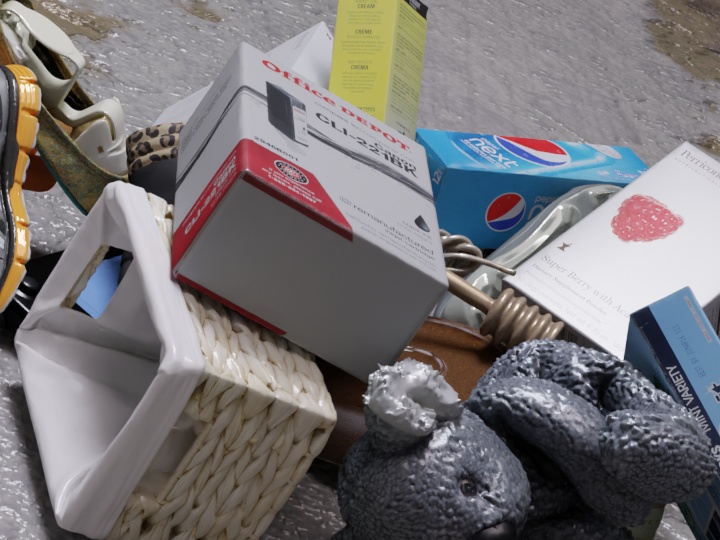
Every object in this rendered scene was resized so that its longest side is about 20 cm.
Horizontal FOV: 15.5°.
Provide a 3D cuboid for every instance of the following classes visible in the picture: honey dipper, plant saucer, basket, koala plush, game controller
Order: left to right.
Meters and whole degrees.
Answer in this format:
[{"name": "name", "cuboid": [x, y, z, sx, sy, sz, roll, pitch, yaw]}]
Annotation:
[{"name": "game controller", "cuboid": [-0.157, 0.021, 1.753, 0.104, 0.042, 0.200, 31, 25, 20]}, {"name": "basket", "cuboid": [-0.111, 0.064, 1.563, 0.123, 0.136, 0.200, 22, 25, -28]}, {"name": "plant saucer", "cuboid": [0.028, 0.074, 1.748, 0.200, 0.032, 0.200, 5, 25, -2]}, {"name": "honey dipper", "cuboid": [0.043, -0.002, 1.766, 0.200, 0.038, 0.038, 33, 24, 5]}, {"name": "koala plush", "cuboid": [0.069, 0.126, 1.570, 0.200, 0.178, 0.184, -4, 35, -31]}]

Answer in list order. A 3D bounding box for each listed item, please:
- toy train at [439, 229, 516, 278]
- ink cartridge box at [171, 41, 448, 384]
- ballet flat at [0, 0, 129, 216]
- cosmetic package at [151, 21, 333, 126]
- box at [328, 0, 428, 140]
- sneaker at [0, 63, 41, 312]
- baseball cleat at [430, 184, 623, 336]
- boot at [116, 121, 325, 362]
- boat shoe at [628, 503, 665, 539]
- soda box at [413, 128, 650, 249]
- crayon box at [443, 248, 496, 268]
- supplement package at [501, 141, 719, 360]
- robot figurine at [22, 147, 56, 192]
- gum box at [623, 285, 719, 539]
[{"name": "toy train", "cuboid": [0.000, 0.000, 1.840, 0.200, 0.085, 0.116, 15, -22, -4]}, {"name": "ink cartridge box", "cuboid": [-0.033, -0.038, 1.600, 0.144, 0.084, 0.200, 29, 21, -17]}, {"name": "ballet flat", "cuboid": [-0.198, -0.111, 1.768, 0.200, 0.071, 0.071, 52, 19, -13]}, {"name": "cosmetic package", "cuboid": [-0.094, -0.105, 1.955, 0.052, 0.151, 0.200, 56, 20, -12]}, {"name": "box", "cuboid": [0.008, -0.107, 1.928, 0.050, 0.200, 0.075, 2, -9, 19]}, {"name": "sneaker", "cuboid": [-0.255, -0.046, 1.677, 0.077, 0.078, 0.200, 19, 58, -35]}, {"name": "baseball cleat", "cuboid": [0.117, -0.006, 1.944, 0.200, 0.070, 0.106, -30, 13, -37]}, {"name": "boot", "cuboid": [-0.065, -0.020, 1.731, 0.200, 0.073, 0.151, 1, 57, -11]}, {"name": "boat shoe", "cuboid": [0.132, 0.115, 1.781, 0.073, 0.063, 0.201, 2, 30, -40]}, {"name": "soda box", "cuboid": [0.127, -0.058, 1.999, 0.200, 0.068, 0.064, 3, 30, -30]}, {"name": "crayon box", "cuboid": [0.170, 0.006, 2.063, 0.200, 0.058, 0.172, 37, 26, 30]}, {"name": "supplement package", "cuboid": [0.206, 0.024, 1.874, 0.121, 0.120, 0.200, 35, 55, 29]}, {"name": "robot figurine", "cuboid": [-0.287, -0.098, 1.803, 0.144, 0.117, 0.200, -7, 13, 23]}, {"name": "gum box", "cuboid": [0.221, 0.117, 1.651, 0.170, 0.044, 0.200, 63, -6, 17]}]
